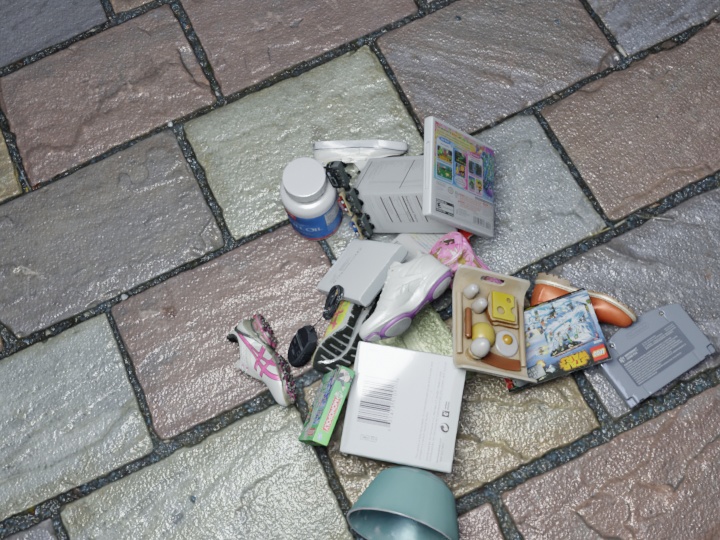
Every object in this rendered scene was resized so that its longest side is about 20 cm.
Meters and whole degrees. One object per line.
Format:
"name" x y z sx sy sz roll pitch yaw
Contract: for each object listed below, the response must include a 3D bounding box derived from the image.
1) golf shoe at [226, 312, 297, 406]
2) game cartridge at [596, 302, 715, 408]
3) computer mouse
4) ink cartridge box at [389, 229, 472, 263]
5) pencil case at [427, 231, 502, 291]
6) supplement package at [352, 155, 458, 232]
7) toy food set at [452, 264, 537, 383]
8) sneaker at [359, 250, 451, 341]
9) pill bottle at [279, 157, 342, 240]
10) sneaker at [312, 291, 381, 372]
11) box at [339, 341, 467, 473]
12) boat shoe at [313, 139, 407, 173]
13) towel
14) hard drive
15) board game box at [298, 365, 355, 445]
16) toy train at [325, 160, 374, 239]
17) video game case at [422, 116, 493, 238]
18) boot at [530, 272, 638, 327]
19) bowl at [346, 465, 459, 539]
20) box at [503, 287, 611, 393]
"golf shoe" -0.189 0.184 1.451 0.092 0.073 0.200 -30 62 1
"game cartridge" 0.550 0.153 1.419 0.200 0.040 0.133 -31 75 -6
"computer mouse" -0.081 0.109 1.436 0.200 0.034 0.059 -54 35 25
"ink cartridge box" 0.140 -0.040 1.483 0.200 0.067 0.116 -39 54 -8
"pencil case" 0.211 0.014 1.413 0.087 0.083 0.200 -49 119 -2
"supplement package" 0.100 -0.148 1.463 0.200 0.110 0.114 3 50 34
"toy food set" 0.238 0.093 1.311 0.143 0.060 0.200 13 60 -14
"sneaker" 0.066 0.046 1.331 0.200 0.075 0.100 -41 63 -12
"pill bottle" -0.099 -0.143 1.482 0.112 0.200 0.112 -2 71 4
"sneaker" -0.029 0.111 1.466 0.078 0.090 0.200 35 94 -24
"box" 0.078 0.243 1.347 0.200 0.131 0.199 9 81 4
"boat shoe" 0.000 -0.241 1.586 0.200 0.071 0.070 -1 98 0
"towel" 0.115 0.153 1.453 0.148 0.036 0.200 -30 72 -7
"hard drive" 0.000 0.000 1.442 0.027 0.200 0.132 43 77 -23
"board game box" -0.064 0.247 1.349 0.029 0.200 0.135 22 74 -6
"toy train" -0.022 -0.131 1.436 0.046 0.200 0.034 7 52 31
"video game case" 0.184 -0.168 1.383 0.024 0.200 0.182 -9 74 43
"boot" 0.420 0.086 1.435 0.200 0.075 0.107 18 77 21
"bowl" 0.087 0.414 1.301 0.200 0.201 0.105 16 53 10
"box" 0.346 0.131 1.396 0.200 0.040 0.137 -20 92 10
